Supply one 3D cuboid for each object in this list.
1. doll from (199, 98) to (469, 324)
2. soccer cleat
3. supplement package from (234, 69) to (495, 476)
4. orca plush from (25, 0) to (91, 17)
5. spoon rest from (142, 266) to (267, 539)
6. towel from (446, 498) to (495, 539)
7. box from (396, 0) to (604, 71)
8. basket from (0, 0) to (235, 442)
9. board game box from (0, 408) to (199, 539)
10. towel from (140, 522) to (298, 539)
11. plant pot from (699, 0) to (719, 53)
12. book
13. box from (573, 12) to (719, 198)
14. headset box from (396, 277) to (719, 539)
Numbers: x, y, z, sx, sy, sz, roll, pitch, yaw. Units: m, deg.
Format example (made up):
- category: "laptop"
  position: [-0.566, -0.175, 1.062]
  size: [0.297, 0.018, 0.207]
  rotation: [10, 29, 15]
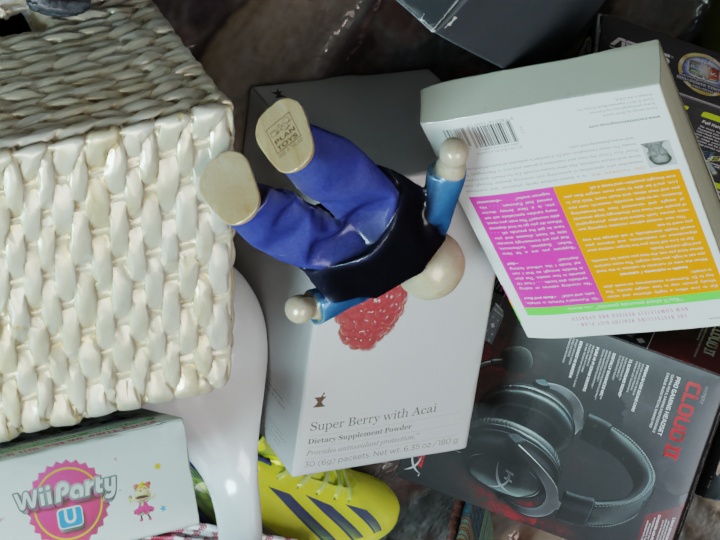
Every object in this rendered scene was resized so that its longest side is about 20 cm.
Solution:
- category: "doll"
  position: [0.002, -0.027, 1.518]
  size: [0.136, 0.049, 0.200]
  rotation: [-42, 146, 10]
- category: "soccer cleat"
  position: [-0.051, 0.129, 1.772]
  size: [0.199, 0.065, 0.084]
  rotation: [10, 113, -34]
- category: "supplement package"
  position: [0.000, 0.000, 1.674]
  size: [0.121, 0.120, 0.201]
  rotation: [-8, 124, -24]
- category: "orca plush"
  position: [-0.190, -0.160, 1.490]
  size: [0.199, 0.106, 0.071]
  rotation: [-12, 157, -27]
- category: "spoon rest"
  position: [-0.093, 0.087, 1.663]
  size: [0.099, 0.201, 0.061]
  rotation: [-12, 175, 17]
- category: "towel"
  position: [0.075, 0.249, 1.890]
  size: [0.022, 0.147, 0.201]
  rotation: [-1, 128, 14]
- category: "box"
  position: [0.040, -0.180, 1.507]
  size: [0.079, 0.141, 0.200]
  rotation: [-49, 163, 9]
- category: "basket"
  position: [-0.181, -0.029, 1.525]
  size: [0.197, 0.161, 0.201]
  rotation: [-13, 128, -23]
- category: "board game box"
  position: [-0.195, 0.115, 1.584]
  size: [0.147, 0.200, 0.065]
  rotation: [-11, 97, -23]
- category: "towel"
  position: [-0.132, 0.188, 1.730]
  size: [0.199, 0.030, 0.146]
  rotation: [13, 152, -40]
- category: "plant pot"
  position: [0.261, -0.071, 1.751]
  size: [0.199, 0.200, 0.190]
  rotation: [5, 130, -32]
- category: "book"
  position: [0.126, -0.038, 1.574]
  size: [0.133, 0.048, 0.200]
  rotation: [-9, 141, 17]
- category: "box"
  position: [0.197, -0.050, 1.637]
  size: [0.199, 0.044, 0.160]
  rotation: [18, 138, -8]
- category: "headset box"
  position: [0.140, 0.086, 1.770]
  size: [0.199, 0.077, 0.149]
  rotation: [21, 118, 10]
